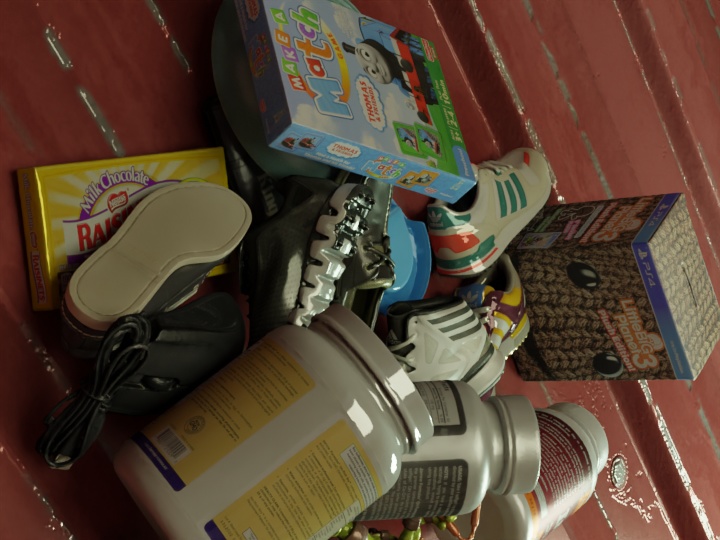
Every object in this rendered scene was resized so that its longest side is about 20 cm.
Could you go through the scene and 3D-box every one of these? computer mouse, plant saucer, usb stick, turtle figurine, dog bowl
[{"bbox_3d":[-0.140,0.075,1.107,0.053,0.139,0.200,41,26,12],"label":"computer mouse"},{"bbox_3d":[-0.038,-0.160,1.264,0.199,0.027,0.202,16,66,-39],"label":"plant saucer"},{"bbox_3d":[-0.082,-0.056,1.257,0.055,0.032,0.202,-38,117,-48],"label":"usb stick"},{"bbox_3d":[0.016,0.246,1.320,0.161,0.064,0.201,27,97,-41],"label":"turtle figurine"},{"bbox_3d":[-0.001,-0.053,1.348,0.111,0.049,0.201,-38,116,-47],"label":"dog bowl"}]

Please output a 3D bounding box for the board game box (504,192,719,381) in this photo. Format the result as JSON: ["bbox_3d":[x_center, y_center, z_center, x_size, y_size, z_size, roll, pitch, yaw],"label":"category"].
[{"bbox_3d":[0.243,0.021,1.534,0.097,0.199,0.160,-47,122,-43],"label":"board game box"}]

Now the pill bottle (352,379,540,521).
[{"bbox_3d":[0.042,0.146,1.241,0.198,0.111,0.112,-1,87,-12],"label":"pill bottle"}]

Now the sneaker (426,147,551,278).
[{"bbox_3d":[0.125,-0.082,1.495,0.200,0.070,0.094,-50,130,-39],"label":"sneaker"}]

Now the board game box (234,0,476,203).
[{"bbox_3d":[-0.003,-0.145,1.221,0.199,0.037,0.152,13,51,-40],"label":"board game box"}]

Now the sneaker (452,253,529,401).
[{"bbox_3d":[0.103,0.064,1.446,0.200,0.074,0.091,-57,141,-49],"label":"sneaker"}]

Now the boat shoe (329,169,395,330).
[{"bbox_3d":[-0.001,0.001,1.257,0.071,0.066,0.203,0,110,-53],"label":"boat shoe"}]

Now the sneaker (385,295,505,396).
[{"bbox_3d":[0.027,0.096,1.328,0.200,0.075,0.116,-41,115,-19],"label":"sneaker"}]

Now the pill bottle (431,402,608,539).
[{"bbox_3d":[0.161,0.203,1.481,0.199,0.112,0.114,-26,107,-50],"label":"pill bottle"}]

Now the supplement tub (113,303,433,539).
[{"bbox_3d":[-0.061,0.131,1.093,0.199,0.145,0.146,-36,119,-14],"label":"supplement tub"}]

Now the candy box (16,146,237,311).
[{"bbox_3d":[-0.171,-0.036,1.145,0.199,0.026,0.103,-14,97,-52],"label":"candy box"}]

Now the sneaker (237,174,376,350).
[{"bbox_3d":[-0.065,0.013,1.204,0.201,0.090,0.066,-67,159,-2],"label":"sneaker"}]

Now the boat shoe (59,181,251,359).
[{"bbox_3d":[-0.153,-0.002,1.117,0.072,0.063,0.200,38,41,8],"label":"boat shoe"}]
